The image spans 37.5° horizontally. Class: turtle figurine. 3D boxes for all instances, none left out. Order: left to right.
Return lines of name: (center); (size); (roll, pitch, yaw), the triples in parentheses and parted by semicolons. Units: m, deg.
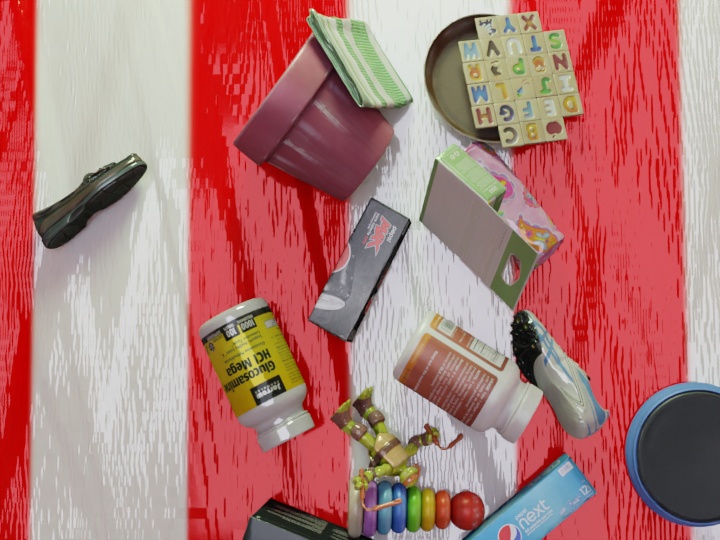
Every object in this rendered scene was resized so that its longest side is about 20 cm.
turtle figurine: (0.041, 0.248, 1.517); (0.198, 0.065, 0.162); (-30, 71, -31)

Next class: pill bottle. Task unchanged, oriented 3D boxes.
pill bottle: (-0.145, 0.152, 1.526); (0.111, 0.112, 0.203); (-27, 84, 3)
pill bottle: (0.153, 0.155, 1.497); (0.198, 0.112, 0.113); (32, 90, 7)

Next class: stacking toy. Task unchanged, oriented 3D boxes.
stacking toy: (0.080, 0.340, 1.516); (0.195, 0.085, 0.087); (2, 86, -2)

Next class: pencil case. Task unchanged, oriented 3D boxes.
pencil case: (0.204, -0.092, 1.525); (0.087, 0.087, 0.201); (-40, 83, 2)

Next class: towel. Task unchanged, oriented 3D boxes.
towel: (0.003, -0.297, 1.500); (0.023, 0.199, 0.154); (-33, 84, 22)

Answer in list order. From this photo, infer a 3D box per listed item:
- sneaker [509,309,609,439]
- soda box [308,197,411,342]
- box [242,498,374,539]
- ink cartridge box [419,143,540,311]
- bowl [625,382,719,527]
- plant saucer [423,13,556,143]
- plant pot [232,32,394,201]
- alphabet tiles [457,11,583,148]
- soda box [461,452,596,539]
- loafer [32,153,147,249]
sneaker: (0.282, 0.144, 1.515); (0.072, 0.072, 0.202); (-21, 74, -35)
soda box: (0.000, 0.000, 1.547); (0.070, 0.063, 0.203); (27, 89, 7)
box: (-0.063, 0.402, 1.488); (0.197, 0.141, 0.080); (20, 88, 7)
ink cartridge box: (0.172, -0.059, 1.473); (0.048, 0.147, 0.200); (-36, 68, -28)
bowl: (0.475, 0.261, 1.495); (0.196, 0.039, 0.205); (0, 86, 6)
plant saucer: (0.186, -0.275, 1.540); (0.196, 0.032, 0.204); (2, 74, -6)
plant pot: (-0.056, -0.205, 1.511); (0.178, 0.200, 0.201); (37, 90, -9)
alphabet tiles: (0.231, -0.277, 1.527); (0.163, 0.006, 0.204); (-8, 76, -10)
soda box: (0.236, 0.348, 1.498); (0.199, 0.068, 0.064); (-40, 83, 2)
loafer: (-0.413, -0.117, 1.594); (0.199, 0.072, 0.063); (-39, 78, 4)
